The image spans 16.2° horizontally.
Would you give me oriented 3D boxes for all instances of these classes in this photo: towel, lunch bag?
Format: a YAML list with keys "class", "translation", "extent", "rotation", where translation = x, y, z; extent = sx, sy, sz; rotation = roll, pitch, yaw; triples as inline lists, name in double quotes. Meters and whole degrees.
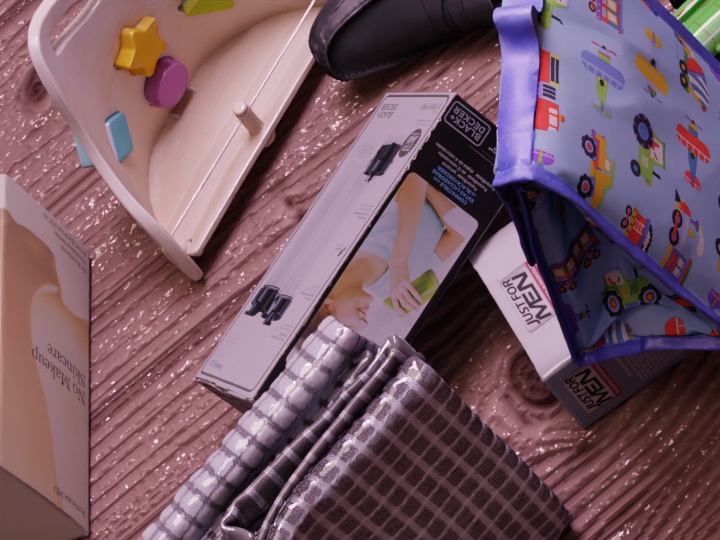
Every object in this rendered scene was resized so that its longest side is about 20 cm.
- class: "towel"
  translation: [0.005, 0.132, 1.249]
  extent: [0.166, 0.200, 0.085]
  rotation: [-49, 51, -4]
- class: "lunch bag"
  translation: [0.115, -0.068, 1.228]
  extent: [0.093, 0.200, 0.152]
  rotation: [-8, 58, 25]

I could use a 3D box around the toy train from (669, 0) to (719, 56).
- class: "toy train"
  translation: [0.158, -0.113, 1.417]
  extent: [0.200, 0.042, 0.056]
  rotation: [-44, 59, 0]

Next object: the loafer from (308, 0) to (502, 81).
- class: "loafer"
  translation: [0.060, -0.171, 1.490]
  extent: [0.200, 0.068, 0.071]
  rotation: [-32, 43, 5]

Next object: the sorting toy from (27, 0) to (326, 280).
- class: "sorting toy"
  translation: [-0.121, -0.131, 1.499]
  extent: [0.106, 0.180, 0.201]
  rotation: [20, 72, 37]

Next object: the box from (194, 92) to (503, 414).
- class: "box"
  translation: [0.000, 0.000, 1.389]
  extent: [0.201, 0.060, 0.117]
  rotation: [-56, 18, -9]

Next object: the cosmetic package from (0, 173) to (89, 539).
- class: "cosmetic package"
  translation: [-0.213, 0.057, 1.488]
  extent: [0.071, 0.105, 0.201]
  rotation: [-18, 56, 20]

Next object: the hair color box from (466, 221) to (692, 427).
- class: "hair color box"
  translation: [0.167, -0.019, 1.339]
  extent: [0.199, 0.061, 0.099]
  rotation: [-35, 50, 6]
